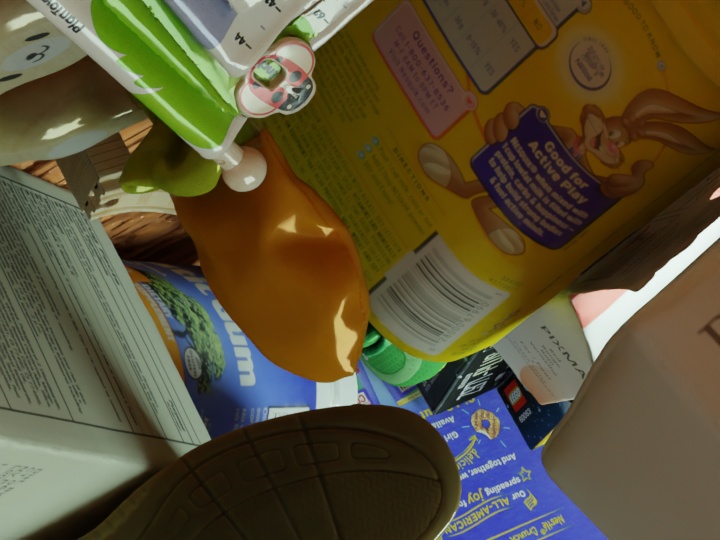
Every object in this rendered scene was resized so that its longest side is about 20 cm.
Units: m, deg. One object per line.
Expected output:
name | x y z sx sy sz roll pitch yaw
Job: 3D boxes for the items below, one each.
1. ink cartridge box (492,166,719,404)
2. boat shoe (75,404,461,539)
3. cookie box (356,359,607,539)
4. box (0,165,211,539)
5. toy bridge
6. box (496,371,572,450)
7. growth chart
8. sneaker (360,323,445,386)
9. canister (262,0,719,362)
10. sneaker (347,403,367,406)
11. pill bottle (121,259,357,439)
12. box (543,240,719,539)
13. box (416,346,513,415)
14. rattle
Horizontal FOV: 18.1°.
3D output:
ink cartridge box | 0.138 -0.021 0.833 0.162 0.050 0.200 -41 -174 -12
boat shoe | -0.061 0.106 0.776 0.200 0.072 0.066 -28 174 -5
cookie box | 0.011 0.108 1.120 0.171 0.200 0.075 -18 161 -34
box | -0.148 0.036 0.757 0.109 0.128 0.200 -32 164 10
toy bridge | -0.014 -0.051 0.834 0.199 0.067 0.027 -18 161 -33
box | 0.163 0.008 1.053 0.136 0.038 0.200 -19 161 -32
growth chart | -0.007 -0.120 0.593 0.200 0.018 0.145 -44 137 12
sneaker | 0.000 0.000 0.964 0.084 0.074 0.200 -51 159 -19
canister | 0.057 -0.076 0.735 0.086 0.149 0.200 -20 165 -45
sneaker | -0.063 0.127 0.863 0.200 0.070 0.093 -36 177 -14
pill bottle | -0.081 0.052 0.954 0.112 0.112 0.200 -35 164 21
box | 0.191 0.038 0.692 0.199 0.171 0.200 -41 169 -12
box | 0.105 -0.032 1.059 0.163 0.086 0.200 -23 163 -22
rattle | -0.085 -0.030 0.657 0.130 0.144 0.200 -9 177 14
